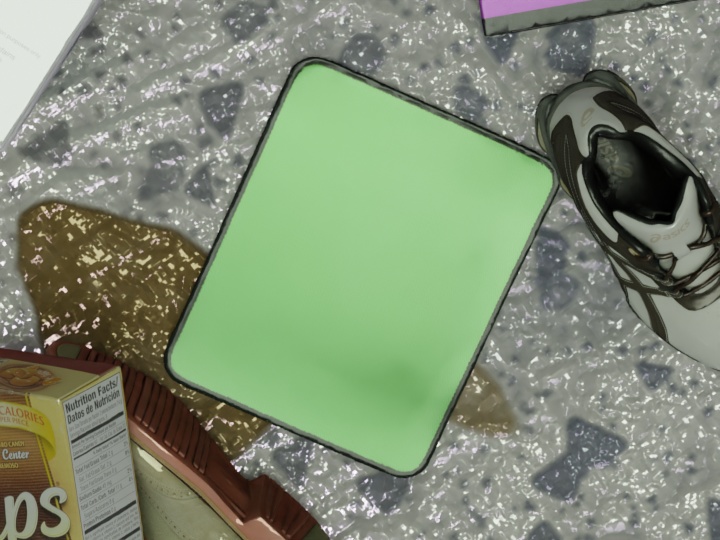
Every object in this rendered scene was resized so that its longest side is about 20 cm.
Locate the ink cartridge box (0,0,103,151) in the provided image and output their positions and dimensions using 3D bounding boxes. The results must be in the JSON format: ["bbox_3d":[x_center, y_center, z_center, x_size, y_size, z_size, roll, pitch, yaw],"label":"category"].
[{"bbox_3d":[-0.155,-0.176,1.525,0.084,0.145,0.200,33,101,-7],"label":"ink cartridge box"}]

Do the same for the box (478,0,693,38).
[{"bbox_3d":[0.118,-0.233,1.569,0.142,0.036,0.201,-9,105,1],"label":"box"}]

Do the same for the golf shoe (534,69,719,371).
[{"bbox_3d":[0.164,-0.012,1.592,0.078,0.095,0.200,-40,104,6],"label":"golf shoe"}]

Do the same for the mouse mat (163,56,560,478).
[{"bbox_3d":[0.000,0.000,1.640,0.161,0.008,0.200,24,102,-6],"label":"mouse mat"}]

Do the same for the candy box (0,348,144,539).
[{"bbox_3d":[-0.175,0.144,1.615,0.115,0.055,0.201,7,114,34],"label":"candy box"}]

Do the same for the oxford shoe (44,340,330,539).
[{"bbox_3d":[-0.107,0.121,1.639,0.200,0.071,0.074,42,108,-6],"label":"oxford shoe"}]
